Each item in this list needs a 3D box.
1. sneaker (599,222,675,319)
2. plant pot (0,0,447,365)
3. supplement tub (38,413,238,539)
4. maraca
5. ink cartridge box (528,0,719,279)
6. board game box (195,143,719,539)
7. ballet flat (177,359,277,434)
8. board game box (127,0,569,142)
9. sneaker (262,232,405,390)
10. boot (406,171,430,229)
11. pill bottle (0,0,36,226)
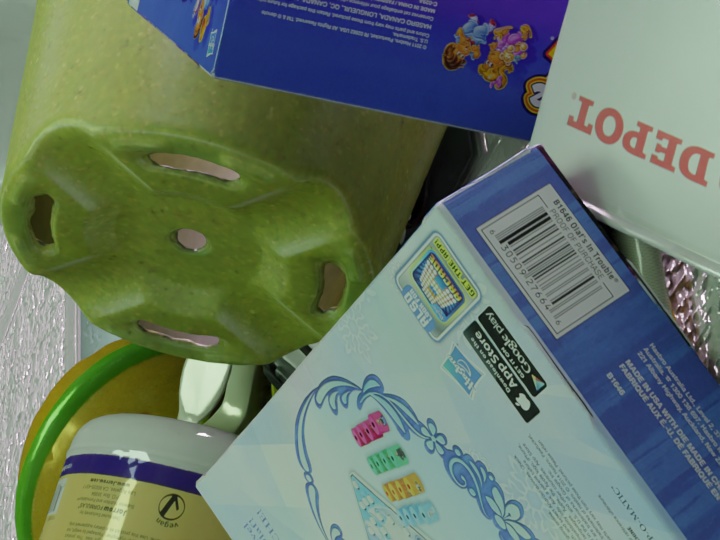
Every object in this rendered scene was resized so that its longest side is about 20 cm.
[{"bbox_3d":[0.063,0.062,0.766,0.090,0.075,0.201,124,150,-62],"label":"sneaker"},{"bbox_3d":[-0.040,-0.077,0.840,0.201,0.200,0.185,126,162,-53],"label":"plant pot"},{"bbox_3d":[-0.076,0.173,0.964,0.145,0.145,0.201,153,136,-68],"label":"supplement tub"},{"bbox_3d":[-0.112,0.117,1.188,0.107,0.137,0.201,47,133,44],"label":"maraca"},{"bbox_3d":[0.135,-0.092,0.563,0.145,0.083,0.201,30,109,50],"label":"ink cartridge box"},{"bbox_3d":[0.054,0.096,0.644,0.200,0.043,0.199,55,147,8],"label":"board game box"},{"bbox_3d":[-0.057,0.079,1.078,0.067,0.067,0.201,32,124,35],"label":"ballet flat"},{"bbox_3d":[0.042,-0.070,0.703,0.134,0.199,0.045,-135,57,-69],"label":"board game box"},{"bbox_3d":[0.000,0.000,0.965,0.115,0.076,0.200,-44,60,-7],"label":"sneaker"},{"bbox_3d":[-0.015,-0.075,1.133,0.166,0.072,0.201,-35,45,49],"label":"boot"},{"bbox_3d":[-0.101,-0.098,1.035,0.200,0.112,0.113,-39,-27,-59],"label":"pill bottle"}]
